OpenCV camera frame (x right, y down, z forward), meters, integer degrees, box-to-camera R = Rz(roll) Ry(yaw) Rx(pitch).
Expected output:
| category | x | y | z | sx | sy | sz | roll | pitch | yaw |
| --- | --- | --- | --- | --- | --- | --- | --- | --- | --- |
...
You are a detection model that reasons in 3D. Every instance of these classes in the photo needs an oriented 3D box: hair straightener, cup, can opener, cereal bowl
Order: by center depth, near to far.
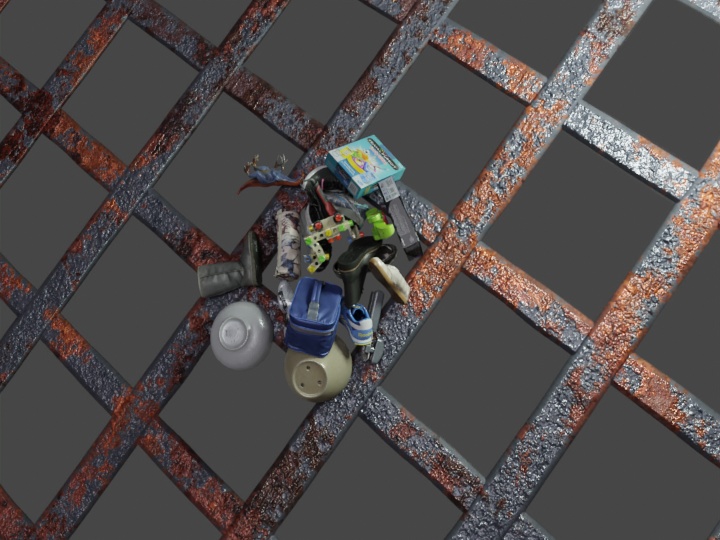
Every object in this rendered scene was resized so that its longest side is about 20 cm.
| category | x | y | z | sx | sy | sz | roll | pitch | yaw |
| --- | --- | --- | --- | --- | --- | --- | --- | --- | --- |
| cup | -0.126 | 0.276 | 1.635 | 0.193 | 0.143 | 0.208 | 1 | 97 | 6 |
| can opener | 0.044 | 0.162 | 1.709 | 0.065 | 0.053 | 0.206 | 16 | 80 | -18 |
| hair straightener | -0.126 | -0.192 | 1.712 | 0.075 | 0.201 | 0.042 | -2 | 52 | 30 |
| cereal bowl | -0.358 | 0.190 | 1.763 | 0.193 | 0.083 | 0.207 | -2 | 79 | 11 |

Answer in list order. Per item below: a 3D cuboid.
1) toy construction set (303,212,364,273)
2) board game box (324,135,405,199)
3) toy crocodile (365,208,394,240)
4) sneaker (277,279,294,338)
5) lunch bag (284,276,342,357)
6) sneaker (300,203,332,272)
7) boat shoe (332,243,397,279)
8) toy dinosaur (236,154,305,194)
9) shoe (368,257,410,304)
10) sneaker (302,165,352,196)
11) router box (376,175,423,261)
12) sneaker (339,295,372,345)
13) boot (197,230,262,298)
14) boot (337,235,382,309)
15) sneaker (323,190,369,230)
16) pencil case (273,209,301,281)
| category | x | y | z | sx | sy | sz | roll | pitch | yaw |
| --- | --- | --- | --- | --- | --- | --- | --- | --- | --- |
| toy construction set | -0.080 | -0.088 | 1.704 | 0.195 | 0.092 | 0.135 | -23 | 99 | -15 |
| board game box | 0.014 | -0.305 | 1.741 | 0.198 | 0.047 | 0.152 | -29 | 70 | -39 |
| toy crocodile | 0.054 | -0.136 | 1.689 | 0.060 | 0.201 | 0.069 | -21 | 106 | 3 |
| sneaker | -0.172 | 0.121 | 1.744 | 0.111 | 0.075 | 0.207 | -12 | 81 | 8 |
| lunch bag | -0.120 | 0.110 | 1.604 | 0.132 | 0.135 | 0.202 | 13 | 36 | -2 |
| sneaker | -0.137 | -0.096 | 1.789 | 0.078 | 0.072 | 0.207 | -13 | 84 | 49 |
| boat shoe | 0.014 | -0.029 | 1.739 | 0.196 | 0.061 | 0.074 | -21 | 75 | 7 |
| toy dinosaur | -0.266 | -0.291 | 1.865 | 0.179 | 0.105 | 0.203 | 31 | 123 | 4 |
| shoe | 0.083 | 0.019 | 1.656 | 0.069 | 0.201 | 0.054 | 27 | 73 | 44 |
| sneaker | -0.070 | -0.256 | 1.744 | 0.196 | 0.072 | 0.099 | -21 | 46 | -34 |
| router box | 0.114 | -0.143 | 1.692 | 0.051 | 0.157 | 0.205 | -23 | 74 | 6 |
| sneaker | -0.022 | 0.119 | 1.676 | 0.072 | 0.084 | 0.200 | -13 | 38 | -28 |
| boot | -0.401 | -0.018 | 1.829 | 0.194 | 0.072 | 0.188 | -8 | 75 | 17 |
| boot | 0.000 | 0.000 | 1.663 | 0.076 | 0.199 | 0.142 | 13 | 122 | 32 |
| sneaker | -0.060 | -0.199 | 1.795 | 0.197 | 0.078 | 0.087 | 32 | 68 | 13 |
| pencil case | -0.217 | -0.074 | 1.782 | 0.076 | 0.089 | 0.207 | -8 | 76 | 28 |
